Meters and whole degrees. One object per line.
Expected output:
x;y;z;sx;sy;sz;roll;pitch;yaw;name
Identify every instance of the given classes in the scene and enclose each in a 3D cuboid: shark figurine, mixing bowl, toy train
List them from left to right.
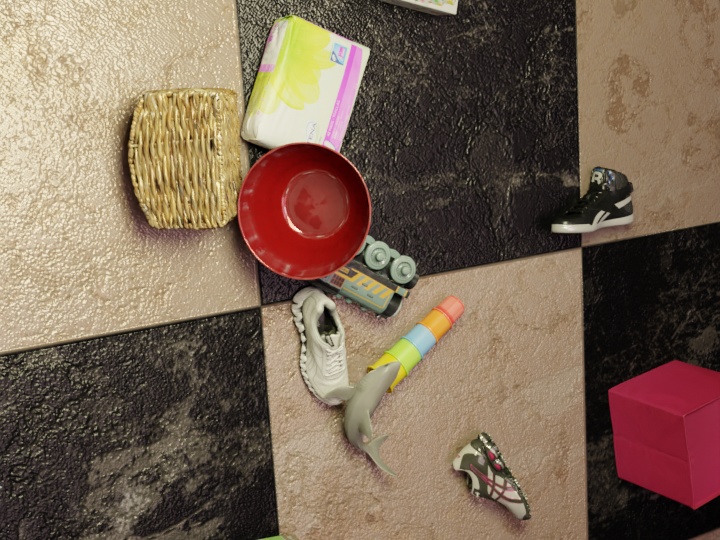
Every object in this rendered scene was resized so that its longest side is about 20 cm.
-0.076;-0.095;1.576;0.198;0.108;0.202;1;100;8;mixing bowl
0.000;0.000;1.693;0.199;0.085;0.115;28;91;-28;toy train
0.010;0.256;1.708;0.127;0.090;0.216;-12;128;-20;shark figurine

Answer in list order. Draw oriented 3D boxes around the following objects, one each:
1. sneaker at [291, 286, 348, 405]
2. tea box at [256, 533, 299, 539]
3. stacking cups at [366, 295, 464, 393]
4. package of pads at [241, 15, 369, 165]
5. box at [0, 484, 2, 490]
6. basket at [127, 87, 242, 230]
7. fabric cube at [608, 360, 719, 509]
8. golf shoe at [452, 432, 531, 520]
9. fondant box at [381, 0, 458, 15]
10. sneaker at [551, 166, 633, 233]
-0.055;0.127;1.680;0.075;0.081;0.201;-23;110;-27;sneaker
-0.164;0.544;1.650;0.195;0.133;0.202;-4;100;-30;tea box
0.100;0.123;1.787;0.200;0.060;0.061;-41;115;-22;stacking cups
-0.086;-0.272;1.605;0.154;0.068;0.202;17;89;-31;package of pads
-0.604;0.337;1.369;0.199;0.124;0.198;20;85;-31;box
-0.253;-0.163;1.529;0.141;0.149;0.202;-2;100;4;basket
0.628;0.312;2.038;0.195;0.199;0.202;-18;106;-28;fabric cube
0.240;0.385;1.908;0.088;0.077;0.201;-33;112;0;golf shoe
0.069;-0.497;1.667;0.199;0.058;0.146;6;95;-30;fondant box
0.420;-0.132;1.927;0.199;0.073;0.113;-11;100;-37;sneaker
